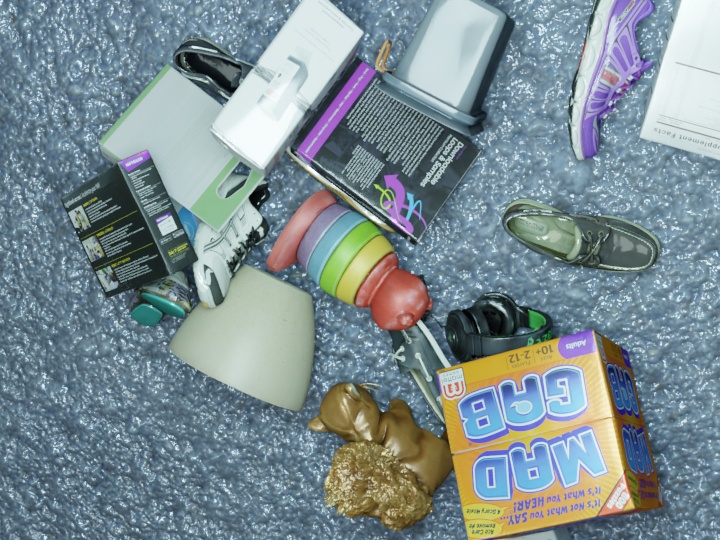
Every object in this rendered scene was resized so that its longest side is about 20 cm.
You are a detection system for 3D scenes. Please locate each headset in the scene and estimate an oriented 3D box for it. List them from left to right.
[{"bbox_3d":[0.149,0.058,1.351,0.197,0.123,0.096,6,108,41],"label":"headset"}]

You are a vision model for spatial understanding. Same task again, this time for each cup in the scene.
[{"bbox_3d":[-0.138,0.078,1.421,0.197,0.200,0.145,25,90,8],"label":"cup"}]

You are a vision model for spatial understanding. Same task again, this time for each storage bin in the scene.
[{"bbox_3d":[0.102,-0.250,1.225,0.144,0.200,0.136,28,103,6],"label":"storage bin"}]

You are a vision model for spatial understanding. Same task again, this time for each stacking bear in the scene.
[{"bbox_3d":[0.000,0.000,1.350,0.199,0.121,0.115,38,120,14],"label":"stacking bear"}]

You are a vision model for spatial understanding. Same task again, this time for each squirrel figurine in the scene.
[{"bbox_3d":[0.020,0.237,1.403,0.187,0.201,0.141,44,120,-11],"label":"squirrel figurine"}]

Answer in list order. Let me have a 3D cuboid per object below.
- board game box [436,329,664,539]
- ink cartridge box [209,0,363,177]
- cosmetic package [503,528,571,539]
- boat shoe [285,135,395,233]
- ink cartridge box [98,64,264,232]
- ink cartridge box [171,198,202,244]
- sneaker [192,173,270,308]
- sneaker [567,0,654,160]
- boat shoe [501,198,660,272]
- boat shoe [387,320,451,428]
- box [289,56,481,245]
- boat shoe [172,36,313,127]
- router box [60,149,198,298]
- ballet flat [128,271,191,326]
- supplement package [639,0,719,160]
[{"bbox_3d":[0.232,0.205,1.287,0.197,0.199,0.204,-17,72,22],"label":"board game box"},{"bbox_3d":[-0.089,-0.218,1.272,0.084,0.146,0.201,38,88,-4],"label":"ink cartridge box"},{"bbox_3d":[0.234,0.392,1.454,0.111,0.081,0.203,-21,100,20],"label":"cosmetic package"},{"bbox_3d":[-0.018,-0.131,1.368,0.199,0.071,0.070,36,94,3],"label":"boat shoe"},{"bbox_3d":[-0.218,-0.153,1.379,0.199,0.048,0.146,37,72,5],"label":"ink cartridge box"},{"bbox_3d":[-0.304,-0.072,1.473,0.197,0.067,0.118,-17,102,22],"label":"ink cartridge box"},{"bbox_3d":[-0.163,-0.045,1.381,0.086,0.203,0.076,2,150,6],"label":"sneaker"},{"bbox_3d":[0.290,-0.222,1.230,0.082,0.081,0.204,14,111,6],"label":"sneaker"},{"bbox_3d":[0.266,-0.035,1.305,0.197,0.066,0.073,17,112,11],"label":"boat shoe"},{"bbox_3d":[0.076,0.118,1.406,0.060,0.076,0.201,-40,92,-12],"label":"boat shoe"},{"bbox_3d":[0.031,-0.147,1.321,0.199,0.036,0.144,37,80,4],"label":"box"},{"bbox_3d":[-0.154,-0.235,1.372,0.198,0.063,0.073,30,113,5],"label":"boat shoe"},{"bbox_3d":[-0.299,-0.054,1.361,0.199,0.051,0.151,-15,102,52],"label":"router box"},{"bbox_3d":[-0.270,0.030,1.455,0.073,0.072,0.200,58,154,-7],"label":"ballet flat"},{"bbox_3d":[0.389,-0.238,1.174,0.112,0.110,0.203,18,112,11],"label":"supplement package"}]
